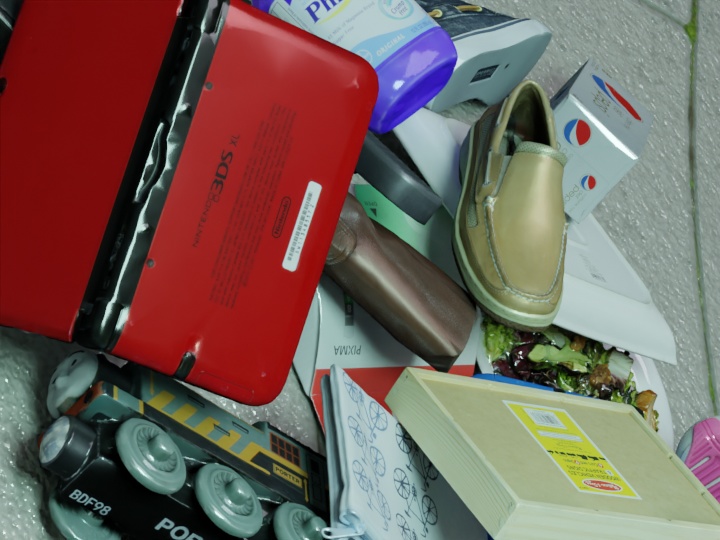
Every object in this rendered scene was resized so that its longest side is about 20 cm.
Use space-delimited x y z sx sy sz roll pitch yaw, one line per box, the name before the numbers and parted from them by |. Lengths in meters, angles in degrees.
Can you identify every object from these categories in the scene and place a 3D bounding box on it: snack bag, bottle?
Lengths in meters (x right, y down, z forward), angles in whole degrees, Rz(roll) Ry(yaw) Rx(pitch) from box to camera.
snack bag | 0.032 0.177 1.476 0.189 0.021 0.200 47 30 -45
bottle | -0.028 -0.182 1.739 0.084 0.065 0.200 -37 75 -25

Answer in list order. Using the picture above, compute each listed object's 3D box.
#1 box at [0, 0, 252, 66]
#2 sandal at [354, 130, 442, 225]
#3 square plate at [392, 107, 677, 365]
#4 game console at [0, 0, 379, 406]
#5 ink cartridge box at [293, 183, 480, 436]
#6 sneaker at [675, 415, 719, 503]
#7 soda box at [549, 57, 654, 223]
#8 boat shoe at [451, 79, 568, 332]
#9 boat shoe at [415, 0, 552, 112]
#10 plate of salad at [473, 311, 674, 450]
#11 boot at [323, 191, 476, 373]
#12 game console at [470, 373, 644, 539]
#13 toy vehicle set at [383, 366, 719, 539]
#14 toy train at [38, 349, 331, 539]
box | -0.176 -0.154 1.551 0.164 0.086 0.200 47 36 -10
sandal | -0.025 -0.083 1.650 0.076 0.043 0.200 34 8 -42
square plate | 0.119 -0.030 1.778 0.200 0.028 0.198 19 30 -51
game console | -0.110 -0.046 1.426 0.172 0.119 0.200 22 81 -29
ink cartridge box | 0.021 0.040 1.658 0.161 0.050 0.200 1 59 -49
sneaker | 0.252 0.159 1.784 0.088 0.081 0.200 -105 172 -47
soda box | 0.157 -0.093 1.848 0.068 0.064 0.200 42 15 -1
boat shoe | 0.099 -0.048 1.649 0.072 0.076 0.200 16 37 -19
boat shoe | 0.064 -0.167 1.859 0.091 0.071 0.200 42 21 14
plate of salad | 0.150 0.065 1.789 0.200 0.048 0.200 29 43 -31
boot | 0.000 0.000 1.546 0.200 0.064 0.186 47 15 -17
game console | 0.124 0.189 1.662 0.171 0.118 0.200 13 53 -3
toy vehicle set | 0.121 0.116 1.546 0.200 0.027 0.124 12 29 -42
toy train | -0.091 0.118 1.441 0.200 0.085 0.114 31 29 -27
